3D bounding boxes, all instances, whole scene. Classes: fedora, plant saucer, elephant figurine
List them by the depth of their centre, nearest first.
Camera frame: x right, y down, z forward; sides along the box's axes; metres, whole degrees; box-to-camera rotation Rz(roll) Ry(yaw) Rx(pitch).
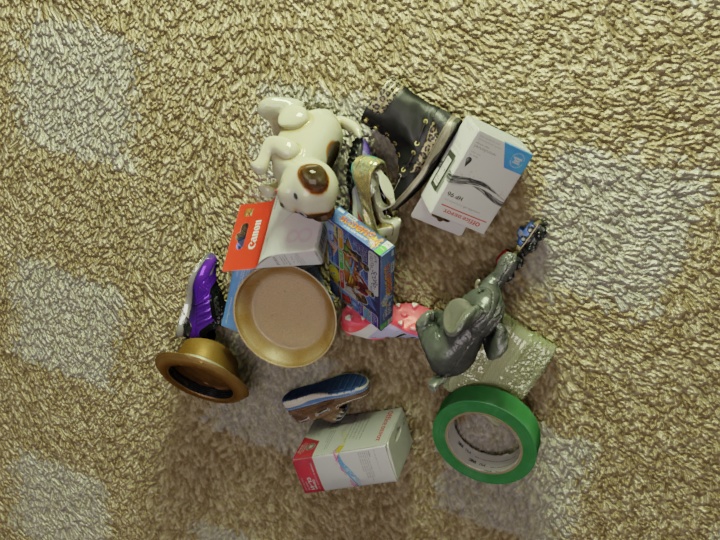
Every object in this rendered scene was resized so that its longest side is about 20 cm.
[{"bbox_3d":[0.191,0.087,1.313,0.200,0.140,0.157,-41,68,46],"label":"elephant figurine"},{"bbox_3d":[-0.135,0.079,1.411,0.198,0.035,0.203,4,109,13],"label":"plant saucer"},{"bbox_3d":[-0.310,0.193,1.553,0.198,0.083,0.201,12,147,8],"label":"fedora"}]

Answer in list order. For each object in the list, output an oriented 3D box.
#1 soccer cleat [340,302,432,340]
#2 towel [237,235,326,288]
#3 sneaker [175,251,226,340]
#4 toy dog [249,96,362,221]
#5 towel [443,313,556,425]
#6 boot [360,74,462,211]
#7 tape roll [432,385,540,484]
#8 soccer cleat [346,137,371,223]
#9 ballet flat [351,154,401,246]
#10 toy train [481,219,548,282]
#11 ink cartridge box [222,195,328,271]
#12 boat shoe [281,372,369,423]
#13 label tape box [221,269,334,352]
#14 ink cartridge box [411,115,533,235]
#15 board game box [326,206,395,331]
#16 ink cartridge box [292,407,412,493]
[{"bbox_3d":[0.060,0.101,1.451,0.197,0.067,0.077,5,146,7],"label":"soccer cleat"},{"bbox_3d":[-0.152,0.010,1.493,0.146,0.024,0.202,-21,102,21],"label":"towel"},{"bbox_3d":[-0.296,0.060,1.533,0.099,0.070,0.202,21,118,1],"label":"sneaker"},{"bbox_3d":[-0.090,-0.174,1.308,0.191,0.202,0.140,-1,142,-6],"label":"toy dog"},{"bbox_3d":[0.257,0.183,1.428,0.147,0.037,0.201,31,114,3],"label":"towel"},{"bbox_3d":[0.065,-0.217,1.323,0.150,0.073,0.201,39,123,6],"label":"boot"},{"bbox_3d":[0.235,0.309,1.447,0.198,0.048,0.202,12,125,18],"label":"tape roll"},{"bbox_3d":[0.014,-0.137,1.378,0.072,0.068,0.203,-3,104,-11],"label":"soccer cleat"},{"bbox_3d":[0.036,-0.100,1.319,0.070,0.071,0.202,-7,112,18],"label":"ballet flat"},{"bbox_3d":[0.261,-0.013,1.361,0.046,0.034,0.201,40,116,13],"label":"toy train"},{"bbox_3d":[-0.151,-0.080,1.388,0.197,0.164,0.057,-1,144,15],"label":"ink cartridge box"},{"bbox_3d":[-0.058,0.258,1.533,0.198,0.072,0.073,-16,109,31],"label":"boat shoe"},{"bbox_3d":[-0.152,0.067,1.465,0.198,0.066,0.145,20,113,6],"label":"label tape box"},{"bbox_3d":[0.183,-0.141,1.294,0.115,0.068,0.201,18,117,-23],"label":"ink cartridge box"},{"bbox_3d":[0.000,0.000,1.357,0.135,0.034,0.201,37,148,28],"label":"board game box"},{"bbox_3d":[-0.013,0.349,1.504,0.198,0.148,0.087,-11,106,20],"label":"ink cartridge box"}]
